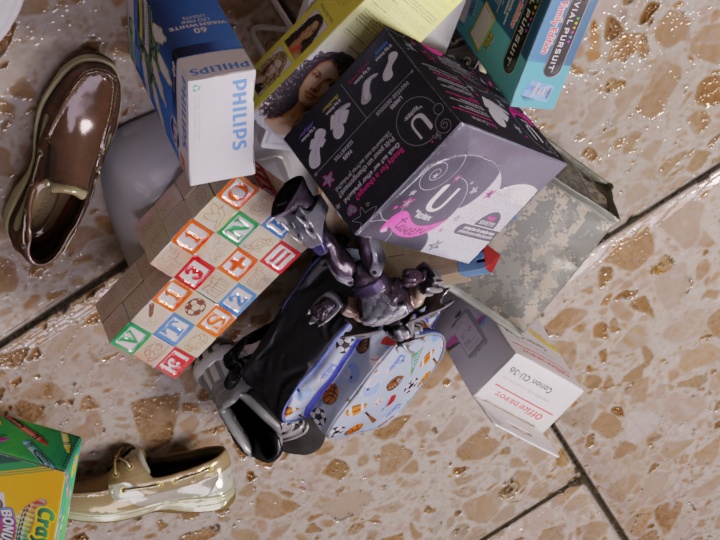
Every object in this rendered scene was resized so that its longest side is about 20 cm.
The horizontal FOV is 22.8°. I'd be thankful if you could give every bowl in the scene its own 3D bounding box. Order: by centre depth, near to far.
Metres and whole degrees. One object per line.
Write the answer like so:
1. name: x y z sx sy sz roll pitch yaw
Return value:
1. bowl: -0.130 -0.062 1.657 0.198 0.075 0.201 -19 132 -10

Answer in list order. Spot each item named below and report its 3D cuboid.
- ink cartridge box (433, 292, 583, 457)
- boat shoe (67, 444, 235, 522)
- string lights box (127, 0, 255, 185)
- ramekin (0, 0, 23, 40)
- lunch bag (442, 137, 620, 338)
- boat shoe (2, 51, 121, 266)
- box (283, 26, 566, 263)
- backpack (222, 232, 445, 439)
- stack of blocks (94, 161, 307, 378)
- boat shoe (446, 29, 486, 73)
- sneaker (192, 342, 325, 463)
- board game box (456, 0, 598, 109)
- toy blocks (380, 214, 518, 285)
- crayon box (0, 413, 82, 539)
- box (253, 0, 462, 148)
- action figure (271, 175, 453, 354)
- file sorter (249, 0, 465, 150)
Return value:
1. ink cartridge box: 0.150 0.089 1.825 0.116 0.201 0.068 28 113 -39
2. boat shoe: -0.229 0.214 1.851 0.198 0.074 0.067 -4 109 -14
3. string lights box: -0.140 -0.172 1.471 0.058 0.200 0.103 -11 131 -16
4. ramekin: -0.360 -0.249 1.377 0.201 0.094 0.203 -13 132 -14
5. lunch bag: 0.123 -0.062 1.740 0.199 0.118 0.164 33 112 -13
6. boat shoe: -0.254 -0.091 1.571 0.074 0.075 0.203 7 124 -28
7. box: 0.057 -0.095 1.474 0.132 0.115 0.200 -46 153 17
8. backpack: -0.003 0.065 1.756 0.200 0.154 0.190 -49 165 25
9. stack of blocks: -0.147 -0.008 1.602 0.200 0.059 0.115 -45 131 14
10. boat shoe: 0.102 -0.197 1.654 0.199 0.065 0.074 -19 137 -5
11. sneaker: -0.093 0.166 1.835 0.075 0.116 0.200 -40 133 11
12. board game box: 0.133 -0.256 1.527 0.047 0.201 0.152 2 127 -26
13. toy blocks: 0.080 -0.066 1.638 0.136 0.202 0.100 -9 168 16
14. crayon box: -0.353 0.239 1.783 0.118 0.058 0.201 15 124 1
15. box: -0.007 -0.188 1.453 0.200 0.050 0.075 -45 131 14
16. action figure: 0.000 0.000 1.574 0.129 0.070 0.201 -23 118 17
17. file sorter: -0.012 -0.216 1.546 0.138 0.125 0.201 4 125 -27
